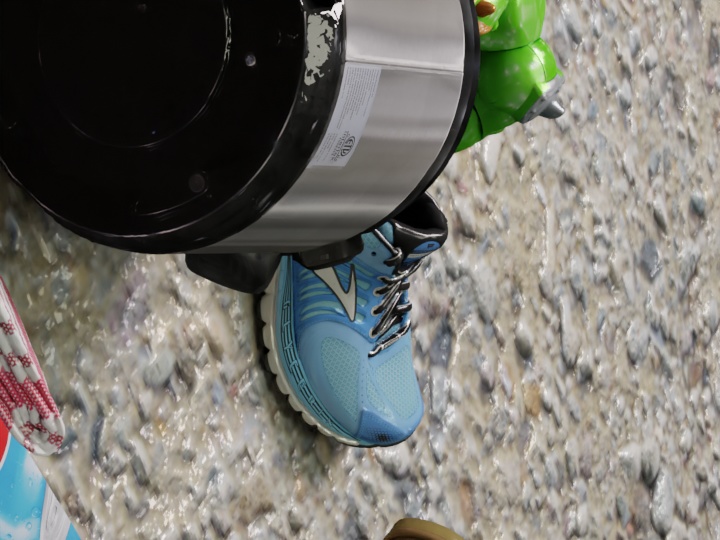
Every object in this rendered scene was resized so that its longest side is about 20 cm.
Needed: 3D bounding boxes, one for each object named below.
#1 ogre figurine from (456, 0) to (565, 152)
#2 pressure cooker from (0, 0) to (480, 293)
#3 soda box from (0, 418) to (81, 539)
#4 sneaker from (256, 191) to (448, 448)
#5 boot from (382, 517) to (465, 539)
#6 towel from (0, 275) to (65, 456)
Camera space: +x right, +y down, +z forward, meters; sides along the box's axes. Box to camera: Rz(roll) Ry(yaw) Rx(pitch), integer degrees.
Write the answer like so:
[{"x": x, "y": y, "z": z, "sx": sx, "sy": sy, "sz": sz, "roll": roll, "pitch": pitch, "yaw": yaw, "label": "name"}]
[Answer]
[{"x": 0.035, "y": -0.143, "z": 1.401, "sx": 0.098, "sy": 0.119, "sz": 0.201, "roll": -8, "pitch": 96, "yaw": -60, "label": "ogre figurine"}, {"x": -0.047, "y": -0.090, "z": 1.196, "sx": 0.200, "sy": 0.176, "sz": 0.179, "roll": -3, "pitch": 64, "yaw": -62, "label": "pressure cooker"}, {"x": -0.180, "y": 0.065, "z": 1.081, "sx": 0.064, "sy": 0.068, "sz": 0.200, "roll": -63, "pitch": 141, "yaw": -38, "label": "soda box"}, {"x": 0.000, "y": 0.000, "z": 1.370, "sx": 0.078, "sy": 0.090, "sz": 0.201, "roll": -50, "pitch": 133, "yaw": -48, "label": "sneaker"}, {"x": 0.013, "y": 0.249, "z": 1.423, "sx": 0.200, "sy": 0.066, "sz": 0.176, "roll": -50, "pitch": 132, "yaw": -46, "label": "boot"}, {"x": -0.170, "y": -0.039, "z": 1.052, "sx": 0.146, "sy": 0.030, "sz": 0.200, "roll": -123, "pitch": -172, "yaw": -60, "label": "towel"}]
